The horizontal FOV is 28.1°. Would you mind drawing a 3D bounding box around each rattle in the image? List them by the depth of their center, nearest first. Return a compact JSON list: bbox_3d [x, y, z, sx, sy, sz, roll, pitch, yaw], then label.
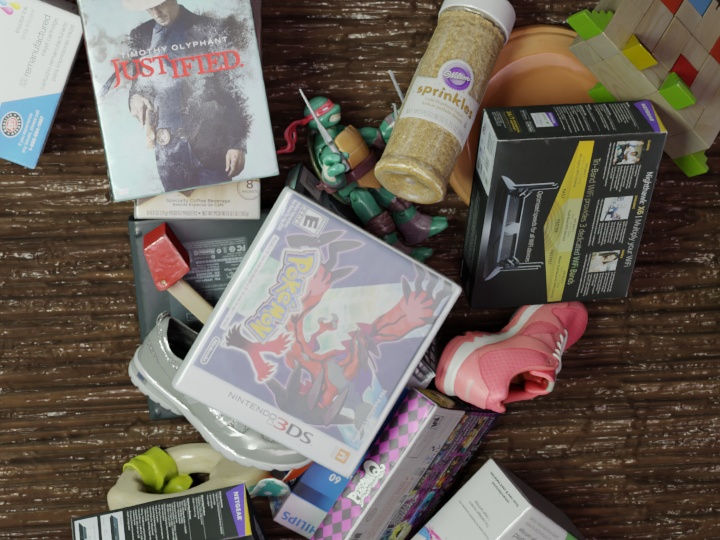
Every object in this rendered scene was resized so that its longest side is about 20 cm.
[{"bbox_3d":[-0.131,0.239,1.366,0.199,0.130,0.143,-3,94,14],"label":"rattle"}]

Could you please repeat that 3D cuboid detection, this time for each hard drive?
[{"bbox_3d":[-0.142,0.041,1.376,0.139,0.033,0.201,-6,105,-7],"label":"hard drive"}]

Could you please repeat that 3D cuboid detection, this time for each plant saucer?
[{"bbox_3d":[0.173,-0.133,1.375,0.200,0.037,0.201,-2,105,-8],"label":"plant saucer"}]

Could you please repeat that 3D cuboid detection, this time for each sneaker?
[{"bbox_3d":[-0.119,0.111,1.303,0.200,0.075,0.082,28,126,8],"label":"sneaker"},{"bbox_3d":[0.163,0.088,1.372,0.200,0.087,0.074,-23,133,-38],"label":"sneaker"}]

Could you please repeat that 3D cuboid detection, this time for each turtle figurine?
[{"bbox_3d":[0.004,-0.100,1.330,0.150,0.101,0.200,-47,114,-37],"label":"turtle figurine"}]

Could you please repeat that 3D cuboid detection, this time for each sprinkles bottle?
[{"bbox_3d":[0.077,-0.159,1.290,0.068,0.068,0.200,28,69,-14],"label":"sprinkles bottle"}]

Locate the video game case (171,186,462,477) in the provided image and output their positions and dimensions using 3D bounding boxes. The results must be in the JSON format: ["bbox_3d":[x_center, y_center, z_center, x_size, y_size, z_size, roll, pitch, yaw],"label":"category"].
[{"bbox_3d":[-0.036,0.056,1.250,0.182,0.023,0.200,29,95,-16],"label":"video game case"}]

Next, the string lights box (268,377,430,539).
[{"bbox_3d":[-0.013,0.152,1.389,0.059,0.103,0.200,31,98,-16],"label":"string lights box"}]

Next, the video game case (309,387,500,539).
[{"bbox_3d":[0.041,0.205,1.383,0.036,0.181,0.200,37,99,25],"label":"video game case"}]

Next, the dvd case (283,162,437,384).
[{"bbox_3d":[0.000,0.000,1.330,0.022,0.146,0.200,-37,109,19],"label":"dvd case"}]

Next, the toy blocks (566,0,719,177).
[{"bbox_3d":[0.288,-0.207,1.334,0.200,0.100,0.137,43,63,-17],"label":"toy blocks"}]

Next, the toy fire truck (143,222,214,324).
[{"bbox_3d":[-0.097,0.024,1.336,0.141,0.049,0.200,-30,108,1],"label":"toy fire truck"}]

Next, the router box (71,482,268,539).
[{"bbox_3d":[-0.164,0.270,1.325,0.157,0.052,0.200,-12,149,-1],"label":"router box"}]

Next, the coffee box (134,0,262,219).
[{"bbox_3d":[-0.146,-0.148,1.285,0.113,0.080,0.201,0,96,-8],"label":"coffee box"}]

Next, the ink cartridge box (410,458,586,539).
[{"bbox_3d":[0.118,0.307,1.436,0.200,0.084,0.145,-46,131,5],"label":"ink cartridge box"}]

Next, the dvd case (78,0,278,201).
[{"bbox_3d":[-0.156,-0.169,1.222,0.146,0.022,0.201,-9,95,-7],"label":"dvd case"}]

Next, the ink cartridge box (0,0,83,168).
[{"bbox_3d":[-0.354,-0.193,1.255,0.200,0.085,0.145,20,102,-12],"label":"ink cartridge box"}]

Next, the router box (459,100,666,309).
[{"bbox_3d":[0.182,-0.058,1.328,0.157,0.052,0.200,-3,131,-11],"label":"router box"}]
